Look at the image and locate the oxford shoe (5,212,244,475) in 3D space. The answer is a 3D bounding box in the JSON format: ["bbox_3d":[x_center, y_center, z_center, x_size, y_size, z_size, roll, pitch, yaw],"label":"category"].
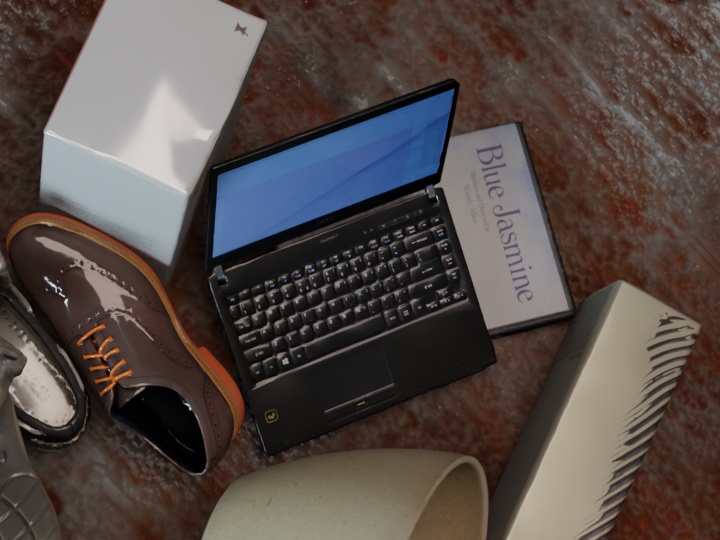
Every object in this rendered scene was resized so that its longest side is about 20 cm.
[{"bbox_3d":[-0.151,0.046,1.514,0.071,0.073,0.200,-40,103,23],"label":"oxford shoe"}]

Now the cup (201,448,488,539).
[{"bbox_3d":[-0.021,0.195,1.492,0.142,0.200,0.202,14,72,18],"label":"cup"}]

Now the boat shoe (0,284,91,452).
[{"bbox_3d":[-0.247,0.034,1.525,0.074,0.060,0.200,-39,88,-14],"label":"boat shoe"}]

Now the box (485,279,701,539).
[{"bbox_3d":[0.150,0.112,1.597,0.068,0.082,0.201,28,73,-8],"label":"box"}]

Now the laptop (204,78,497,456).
[{"bbox_3d":[0.000,0.000,1.533,0.176,0.103,0.201,-21,99,-17],"label":"laptop"}]

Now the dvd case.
[{"bbox_3d":[0.038,-0.013,1.630,0.198,0.018,0.144,-13,80,-17],"label":"dvd case"}]

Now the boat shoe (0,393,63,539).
[{"bbox_3d":[-0.220,0.152,1.450,0.074,0.073,0.201,-11,60,-8],"label":"boat shoe"}]

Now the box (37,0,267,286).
[{"bbox_3d":[-0.135,-0.087,1.505,0.097,0.200,0.125,23,71,-2],"label":"box"}]

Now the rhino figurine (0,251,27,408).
[{"bbox_3d":[-0.258,0.011,1.463,0.087,0.060,0.201,-23,60,-9],"label":"rhino figurine"}]
